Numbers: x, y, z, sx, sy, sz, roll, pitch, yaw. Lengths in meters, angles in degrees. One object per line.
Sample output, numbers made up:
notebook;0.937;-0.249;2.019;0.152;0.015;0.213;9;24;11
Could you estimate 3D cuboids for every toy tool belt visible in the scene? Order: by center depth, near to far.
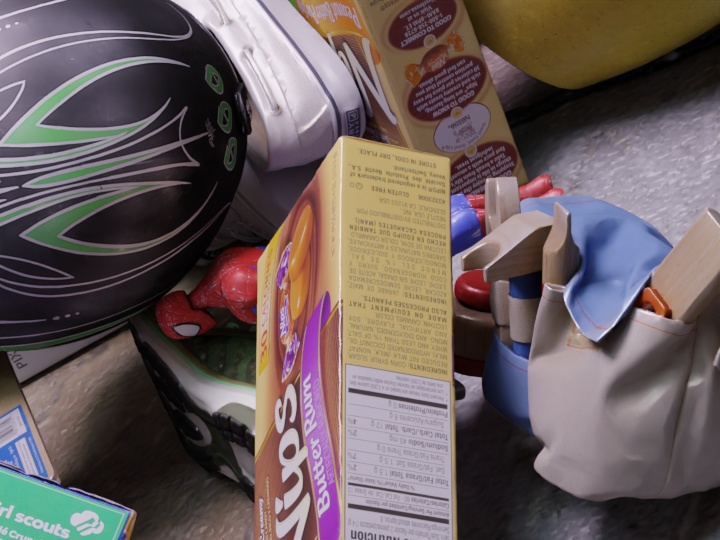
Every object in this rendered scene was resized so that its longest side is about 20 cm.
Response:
toy tool belt;0.099;0.009;1.173;0.124;0.124;0.200;-7;22;-29

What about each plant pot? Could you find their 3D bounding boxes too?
plant pot;0.114;-0.177;1.379;0.142;0.199;0.200;-53;26;23

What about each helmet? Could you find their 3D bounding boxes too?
helmet;-0.163;-0.053;1.308;0.199;0.201;0.190;-14;7;29

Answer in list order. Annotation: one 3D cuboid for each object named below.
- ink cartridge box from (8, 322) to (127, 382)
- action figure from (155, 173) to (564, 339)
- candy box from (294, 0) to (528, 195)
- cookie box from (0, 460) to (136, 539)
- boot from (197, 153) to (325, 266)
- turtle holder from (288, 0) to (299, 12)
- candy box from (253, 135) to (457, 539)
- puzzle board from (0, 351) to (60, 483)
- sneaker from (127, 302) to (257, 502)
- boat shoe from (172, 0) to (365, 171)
ink cartridge box;-0.214;0.008;1.541;0.199;0.050;0.163;-27;33;8
action figure;0.000;0.000;1.301;0.198;0.052;0.065;-11;18;-3
candy box;0.009;-0.131;1.371;0.055;0.201;0.115;-29;31;-12
cookie box;-0.169;0.208;1.130;0.075;0.172;0.201;20;48;0
boot;-0.063;-0.039;1.450;0.073;0.096;0.200;-21;50;-39
turtle holder;-0.009;-0.160;1.514;0.140;0.187;0.132;-2;15;-13
candy box;-0.004;0.060;1.168;0.117;0.056;0.201;127;150;-55
puzzle board;-0.219;0.101;1.281;0.150;0.017;0.200;-32;26;-3
sneaker;-0.042;0.055;1.317;0.088;0.077;0.200;-30;35;-18
boat shoe;-0.080;-0.122;1.414;0.070;0.071;0.200;-24;57;-26
